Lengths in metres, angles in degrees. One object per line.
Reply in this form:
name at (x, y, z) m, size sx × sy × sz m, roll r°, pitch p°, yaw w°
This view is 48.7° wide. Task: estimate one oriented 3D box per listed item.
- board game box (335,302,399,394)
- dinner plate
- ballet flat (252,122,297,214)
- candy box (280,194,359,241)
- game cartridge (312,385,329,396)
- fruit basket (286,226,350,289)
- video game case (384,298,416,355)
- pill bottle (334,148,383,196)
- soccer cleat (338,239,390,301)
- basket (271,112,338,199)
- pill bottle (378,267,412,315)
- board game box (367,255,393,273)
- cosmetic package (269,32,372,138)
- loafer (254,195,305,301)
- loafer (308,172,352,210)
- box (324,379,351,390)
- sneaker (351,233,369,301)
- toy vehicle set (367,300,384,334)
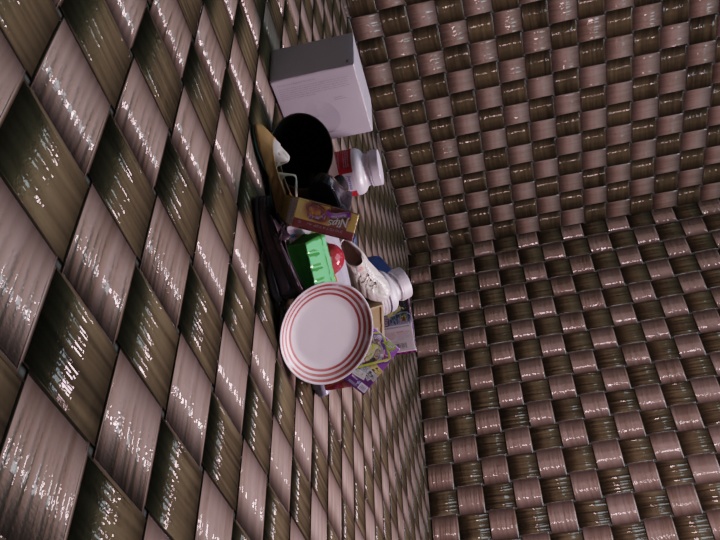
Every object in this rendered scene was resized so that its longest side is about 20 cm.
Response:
board game box at (-0.030, 0.142, 1.578) m, size 0.200 × 0.120 × 0.032 m, roll 41°, pitch 0°, yaw -21°
dinner plate at (-0.066, 0.119, 1.525) m, size 0.024 × 0.198 × 0.203 m, roll 23°, pitch -50°, yaw 61°
ballet flat at (-0.161, -0.199, 1.583) m, size 0.069 × 0.062 × 0.202 m, roll -79°, pitch 157°, yaw -69°
candy box at (-0.081, -0.100, 1.486) m, size 0.200 × 0.115 × 0.057 m, roll -147°, pitch -108°, yaw -75°
game cartridge at (-0.084, 0.182, 1.765) m, size 0.200 × 0.040 × 0.135 m, roll -66°, pitch 142°, yaw -75°
fruit basket at (-0.084, -0.010, 1.651) m, size 0.200 × 0.093 × 0.188 m, roll -23°, pitch 99°, yaw -68°
video game case at (0.038, 0.136, 2.073) m, size 0.036 × 0.197 × 0.184 m, roll 58°, pitch 23°, yaw -72°
pill bottle at (-0.048, -0.230, 1.912) m, size 0.112 × 0.197 × 0.114 m, roll -10°, pitch 90°, yaw -81°
soccer cleat at (0.000, 0.000, 1.796) m, size 0.200 × 0.069 × 0.077 m, roll 46°, pitch -16°, yaw -19°
basket at (-0.110, -0.213, 1.732) m, size 0.200 × 0.134 × 0.182 m, roll 70°, pitch 5°, yaw -68°
pill bottle at (0.026, 0.068, 1.997) m, size 0.111 × 0.198 × 0.112 m, roll 56°, pitch -19°, yaw 31°
board game box at (0.042, 0.061, 2.155) m, size 0.200 × 0.158 × 0.039 m, roll 46°, pitch 7°, yaw 26°
cosmetic package at (-0.089, -0.420, 1.857) m, size 0.201 × 0.197 × 0.124 m, roll 70°, pitch 14°, yaw -51°
loafer at (-0.149, -0.044, 1.486) m, size 0.072 × 0.062 × 0.203 m, roll -48°, pitch 128°, yaw -77°
loafer at (-0.057, -0.162, 1.612) m, size 0.200 × 0.072 × 0.073 m, roll 70°, pitch 41°, yaw -75°
box at (-0.028, 0.168, 1.711) m, size 0.200 × 0.094 × 0.101 m, roll -68°, pitch 147°, yaw -74°
sneaker at (0.009, 0.008, 1.876) m, size 0.075 × 0.083 × 0.203 m, roll -67°, pitch 153°, yaw -69°
toy vehicle set at (-0.004, 0.163, 1.894) m, size 0.027 × 0.123 × 0.202 m, roll -121°, pitch -159°, yaw -47°
